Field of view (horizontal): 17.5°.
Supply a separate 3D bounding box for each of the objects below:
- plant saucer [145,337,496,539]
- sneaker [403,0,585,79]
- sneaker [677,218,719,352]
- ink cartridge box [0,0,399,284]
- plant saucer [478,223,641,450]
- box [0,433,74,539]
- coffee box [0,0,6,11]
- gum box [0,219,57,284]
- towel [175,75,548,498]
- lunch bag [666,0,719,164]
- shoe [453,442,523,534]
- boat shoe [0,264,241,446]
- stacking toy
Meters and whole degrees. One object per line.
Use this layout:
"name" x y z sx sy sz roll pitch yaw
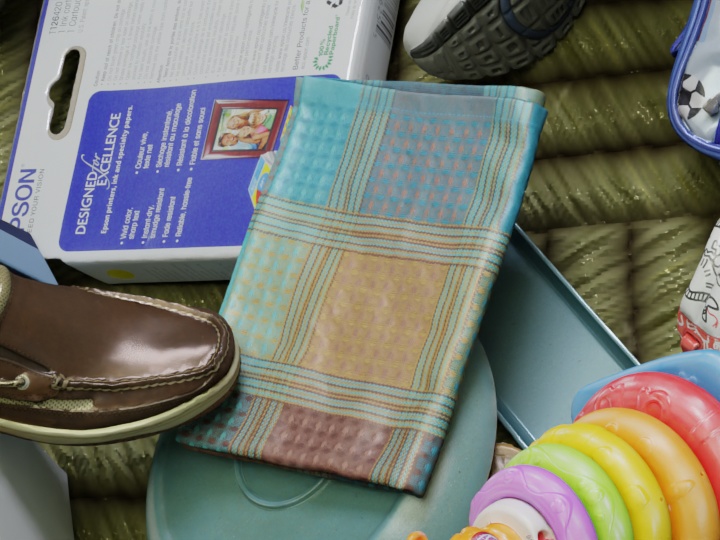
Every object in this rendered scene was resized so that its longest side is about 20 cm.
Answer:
"plant saucer" -0.028 0.087 1.108 0.200 0.027 0.201 -19 53 28
"sneaker" 0.085 -0.179 1.205 0.087 0.075 0.200 29 70 34
"sneaker" 0.198 0.063 1.062 0.108 0.067 0.202 2 85 46
"ink cartridge box" -0.084 -0.090 1.225 0.199 0.047 0.198 -2 67 27
"plant saucer" 0.073 0.026 1.141 0.070 0.019 0.200 -39 62 -1
"box" -0.202 0.176 1.099 0.124 0.098 0.200 -21 51 9
"coffee box" -0.199 -0.240 1.280 0.080 0.114 0.200 25 74 -3
"gum box" -0.273 0.032 1.146 0.200 0.170 0.045 -38 61 10
"towel" 0.000 0.000 1.097 0.146 0.022 0.201 7 71 36
"lunch bag" 0.231 -0.126 1.098 0.160 0.076 0.201 18 93 22
"shoe" 0.071 0.180 1.057 0.070 0.053 0.201 -3 69 6
"boat shoe" -0.158 0.035 1.077 0.202 0.075 0.075 -4 52 3
"stacking toy" 0.085 0.110 0.982 0.110 0.200 0.116 -21 84 48
